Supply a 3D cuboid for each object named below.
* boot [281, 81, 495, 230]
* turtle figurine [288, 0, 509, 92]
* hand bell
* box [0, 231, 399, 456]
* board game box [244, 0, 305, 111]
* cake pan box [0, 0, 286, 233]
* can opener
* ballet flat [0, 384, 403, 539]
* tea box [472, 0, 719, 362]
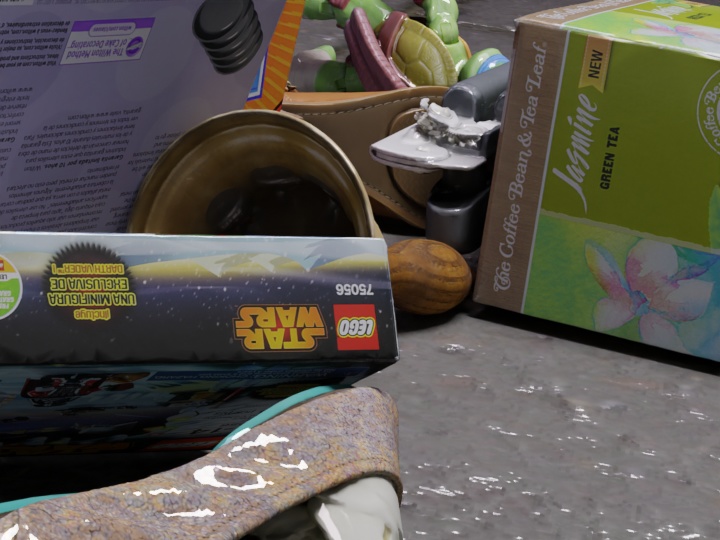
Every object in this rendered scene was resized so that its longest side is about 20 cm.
[{"bbox_3d":[-0.025,-0.067,1.078,0.199,0.077,0.155,-8,16,-28],"label":"boot"},{"bbox_3d":[0.048,-0.157,1.313,0.193,0.201,0.144,13,-20,38],"label":"turtle figurine"},{"bbox_3d":[0.000,0.000,0.821,0.104,0.105,0.200,15,3,25],"label":"hand bell"},{"bbox_3d":[-0.108,0.025,0.581,0.199,0.040,0.137,0,-14,-26],"label":"box"},{"bbox_3d":[-0.155,-0.154,0.867,0.199,0.201,0.200,23,19,30],"label":"board game box"},{"bbox_3d":[-0.118,-0.058,0.718,0.052,0.185,0.200,35,28,27],"label":"cake pan box"},{"bbox_3d":[0.063,-0.064,0.980,0.052,0.067,0.200,11,23,22],"label":"can opener"},{"bbox_3d":[-0.032,0.080,0.504,0.067,0.068,0.200,37,28,22],"label":"ballet flat"},{"bbox_3d":[0.179,-0.043,0.935,0.196,0.134,0.200,12,14,19],"label":"tea box"}]
